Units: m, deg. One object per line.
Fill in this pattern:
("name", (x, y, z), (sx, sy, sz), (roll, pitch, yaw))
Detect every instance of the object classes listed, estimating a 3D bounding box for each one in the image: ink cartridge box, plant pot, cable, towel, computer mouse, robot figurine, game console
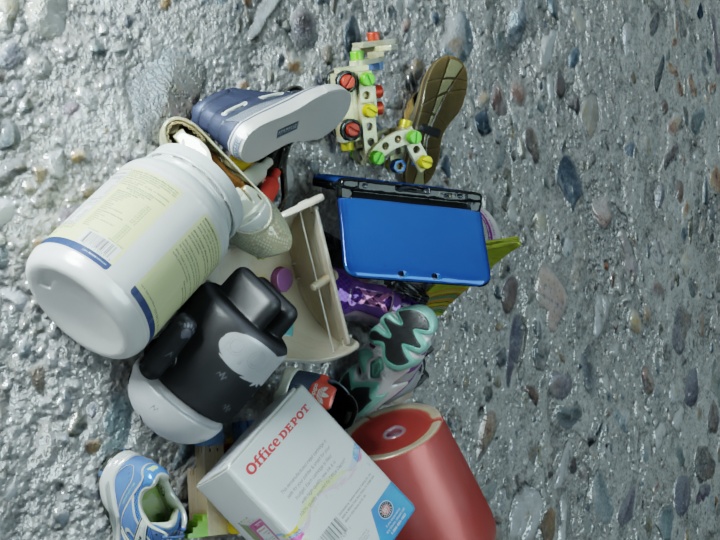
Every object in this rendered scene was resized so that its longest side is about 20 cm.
("ink cartridge box", (-0.060, 0.252, 1.148), (0.200, 0.085, 0.145), (49, 50, -6))
("plant pot", (0.063, 0.284, 1.341), (0.200, 0.200, 0.178), (-34, 114, -43))
("cable", (-0.099, -0.145, 1.263), (0.097, 0.050, 0.200), (42, 60, -15))
("towel", (0.137, 0.014, 1.436), (0.086, 0.200, 0.018), (-11, 66, -40))
("computer mouse", (0.000, 0.000, 1.333), (0.200, 0.059, 0.034), (29, 103, -10))
("robot figurine", (-0.162, 0.092, 1.114), (0.150, 0.125, 0.200), (40, 94, -24))
("game console", (0.049, -0.054, 1.315), (0.200, 0.171, 0.119), (5, 96, -22))

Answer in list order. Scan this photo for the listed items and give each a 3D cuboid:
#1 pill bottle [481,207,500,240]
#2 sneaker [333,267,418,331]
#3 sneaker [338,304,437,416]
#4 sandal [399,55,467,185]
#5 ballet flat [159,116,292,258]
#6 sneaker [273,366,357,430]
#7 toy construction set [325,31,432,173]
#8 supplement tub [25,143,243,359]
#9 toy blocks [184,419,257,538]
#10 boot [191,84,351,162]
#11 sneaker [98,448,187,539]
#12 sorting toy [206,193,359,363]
("pill bottle", (0.099, -0.039, 1.446), (0.200, 0.112, 0.113), (-4, 93, -49))
("sneaker", (0.019, 0.042, 1.375), (0.200, 0.088, 0.081), (25, 73, -44))
("sneaker", (0.064, 0.109, 1.376), (0.140, 0.200, 0.078), (-10, 58, -50))
("sandal", (0.093, -0.219, 1.491), (0.080, 0.054, 0.200), (19, 91, -41))
("ballet flat", (-0.154, -0.090, 1.144), (0.200, 0.062, 0.067), (45, 80, 0))
("sneaker", (-0.037, 0.179, 1.279), (0.200, 0.084, 0.075), (49, 56, -64))
("toy construction set", (0.021, -0.222, 1.374), (0.131, 0.092, 0.201), (-12, 91, -23))
("supplement tub", (-0.227, -0.024, 1.059), (0.200, 0.145, 0.145), (-52, 126, -34))
("toy blocks", (-0.125, 0.235, 1.214), (0.200, 0.100, 0.137), (2, 79, -34))
("boot", (-0.103, -0.196, 1.229), (0.200, 0.090, 0.073), (-27, 145, -45))
("sneaker", (-0.226, 0.293, 1.111), (0.076, 0.077, 0.200), (-29, 113, -46))
("sorting toy", (-0.116, 0.029, 1.227), (0.180, 0.107, 0.200), (-26, 111, -36))
